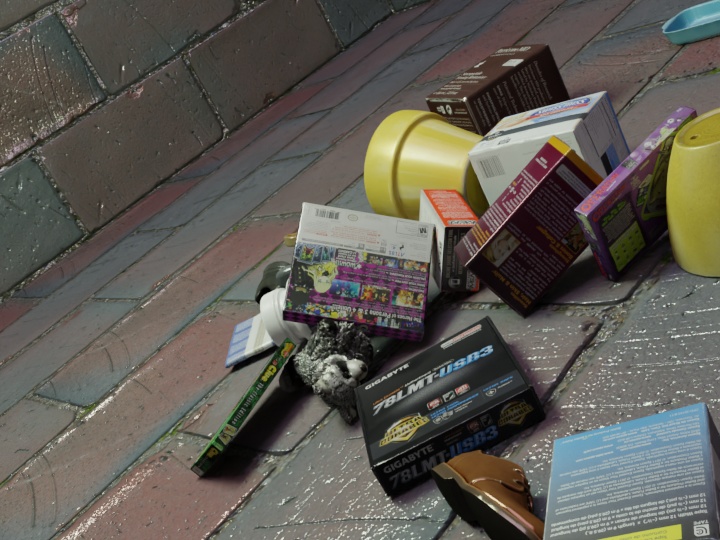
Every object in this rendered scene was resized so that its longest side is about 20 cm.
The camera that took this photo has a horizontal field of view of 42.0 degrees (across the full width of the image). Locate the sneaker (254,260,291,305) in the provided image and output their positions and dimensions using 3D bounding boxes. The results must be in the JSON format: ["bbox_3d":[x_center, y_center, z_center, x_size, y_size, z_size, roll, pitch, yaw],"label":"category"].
[{"bbox_3d":[-0.110,0.019,1.669,0.199,0.076,0.091,-24,26,40],"label":"sneaker"}]

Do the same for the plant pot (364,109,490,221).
[{"bbox_3d":[0.138,-0.165,1.597,0.187,0.203,0.201,14,45,40],"label":"plant pot"}]

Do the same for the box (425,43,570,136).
[{"bbox_3d":[0.262,-0.298,1.747,0.199,0.165,0.166,-35,21,-14],"label":"box"}]

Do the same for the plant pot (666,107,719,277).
[{"bbox_3d":[0.441,-0.109,1.097,0.198,0.143,0.201,-26,21,11],"label":"plant pot"}]

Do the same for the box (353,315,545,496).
[{"bbox_3d":[0.095,0.152,1.098,0.198,0.050,0.199,-28,21,4],"label":"box"}]

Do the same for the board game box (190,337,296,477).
[{"bbox_3d":[-0.161,0.189,1.308,0.201,0.023,0.105,-55,6,-39],"label":"board game box"}]

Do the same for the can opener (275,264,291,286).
[{"bbox_3d":[-0.039,0.012,1.539,0.197,0.067,0.053,-12,22,0],"label":"can opener"}]

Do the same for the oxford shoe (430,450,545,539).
[{"bbox_3d":[0.134,0.211,0.878,0.071,0.072,0.200,-29,18,-12],"label":"oxford shoe"}]

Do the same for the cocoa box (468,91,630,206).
[{"bbox_3d":[0.295,-0.172,1.453,0.198,0.134,0.131,-8,28,45],"label":"cocoa box"}]

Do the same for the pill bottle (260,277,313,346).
[{"bbox_3d":[-0.047,0.043,1.438,0.198,0.120,0.120,-23,21,18],"label":"pill bottle"}]

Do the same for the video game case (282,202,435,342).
[{"bbox_3d":[0.000,0.000,1.330,0.197,0.036,0.183,8,59,-1],"label":"video game case"}]

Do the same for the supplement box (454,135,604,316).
[{"bbox_3d":[0.231,-0.058,1.221,0.200,0.110,0.086,-49,16,11],"label":"supplement box"}]

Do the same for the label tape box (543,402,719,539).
[{"bbox_3d":[0.227,0.208,0.765,0.142,0.067,0.201,-20,25,26],"label":"label tape box"}]

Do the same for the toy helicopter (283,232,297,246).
[{"bbox_3d":[-0.062,-0.062,1.759,0.198,0.080,0.132,2,20,43],"label":"toy helicopter"}]

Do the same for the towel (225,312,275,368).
[{"bbox_3d":[-0.133,0.090,1.585,0.198,0.024,0.147,-27,21,11],"label":"towel"}]

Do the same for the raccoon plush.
[{"bbox_3d":[-0.051,0.163,1.274,0.200,0.096,0.135,-53,16,43],"label":"raccoon plush"}]

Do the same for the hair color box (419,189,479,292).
[{"bbox_3d":[0.133,-0.050,1.420,0.060,0.103,0.200,0,21,-6],"label":"hair color box"}]

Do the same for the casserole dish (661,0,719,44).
[{"bbox_3d":[0.675,-0.480,1.794,0.199,0.039,0.121,-4,32,48],"label":"casserole dish"}]

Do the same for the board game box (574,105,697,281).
[{"bbox_3d":[0.359,-0.095,1.172,0.200,0.121,0.032,-42,41,-11],"label":"board game box"}]
